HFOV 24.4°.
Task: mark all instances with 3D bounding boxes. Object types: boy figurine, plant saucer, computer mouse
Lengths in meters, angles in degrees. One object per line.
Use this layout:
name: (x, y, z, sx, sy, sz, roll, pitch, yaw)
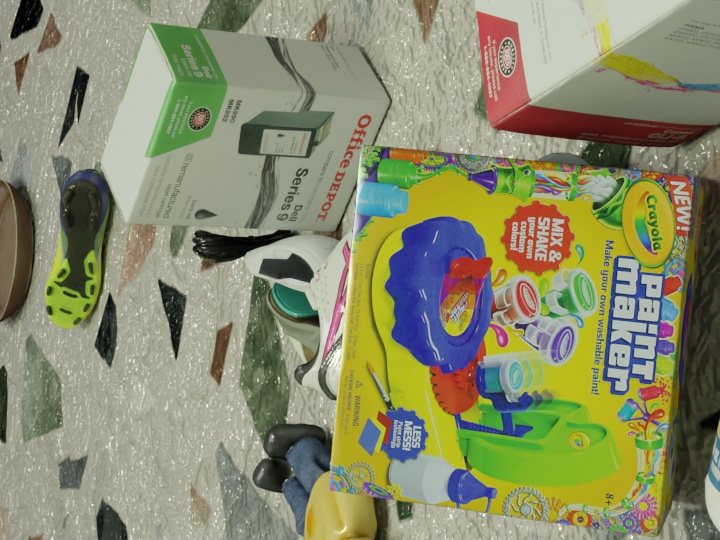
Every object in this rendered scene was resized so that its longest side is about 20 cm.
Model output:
boy figurine: (-0.027, 0.213, 1.357, 0.200, 0.064, 0.125, 57, 133, 53)
plant saucer: (-0.485, -0.024, 2.280, 0.200, 0.034, 0.201, -9, 80, 62)
computer mouse: (-0.056, -0.013, 1.414, 0.200, 0.109, 0.044, 15, 99, 52)

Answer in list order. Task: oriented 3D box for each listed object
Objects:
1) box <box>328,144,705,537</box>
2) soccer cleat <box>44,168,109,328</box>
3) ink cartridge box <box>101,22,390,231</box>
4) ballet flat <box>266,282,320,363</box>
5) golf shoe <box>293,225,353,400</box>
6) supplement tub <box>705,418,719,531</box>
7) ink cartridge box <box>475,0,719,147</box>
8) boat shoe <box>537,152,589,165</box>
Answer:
box: (0.096, 0.035, 0.980, 0.122, 0.192, 0.201, -8, -77, -75)
soccer cleat: (-0.331, -0.026, 1.979, 0.084, 0.064, 0.201, -76, -2, -66)
ink cartridge box: (-0.095, -0.114, 1.377, 0.084, 0.199, 0.146, 61, 138, 41)
ballet flat: (-0.026, 0.057, 1.371, 0.200, 0.067, 0.064, 27, 119, 61)
golf shoe: (0.000, 0.000, 1.262, 0.073, 0.092, 0.201, 52, -135, -63)
supplement tub: (0.247, 0.037, 0.769, 0.145, 0.144, 0.201, 30, 113, 59)
ink cartridge box: (0.174, -0.172, 0.930, 0.200, 0.144, 0.146, -29, 62, 58)
boat shoe: (0.137, 0.026, 1.075, 0.070, 0.071, 0.201, 37, -137, -85)
